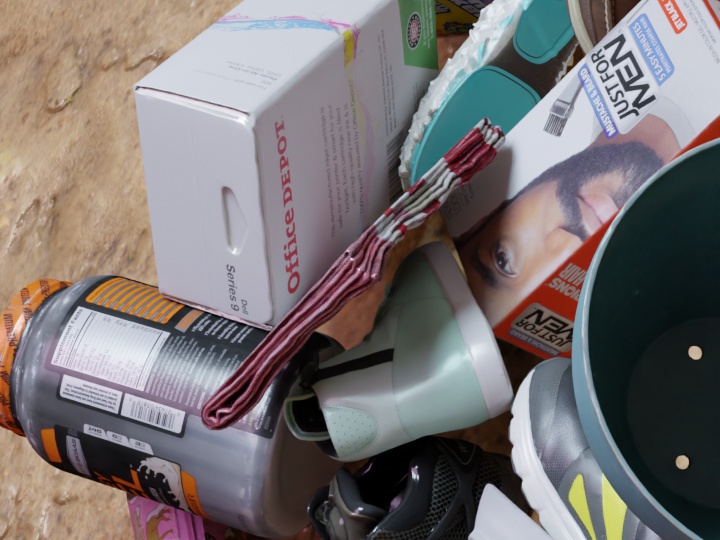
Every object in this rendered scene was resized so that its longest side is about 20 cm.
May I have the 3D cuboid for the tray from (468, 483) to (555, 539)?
[{"bbox_3d":[0.089,0.183,1.047,0.200,0.022,0.108,-144,49,-70],"label":"tray"}]

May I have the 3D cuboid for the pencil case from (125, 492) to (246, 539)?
[{"bbox_3d":[-0.104,0.167,1.331,0.087,0.083,0.200,-43,40,27],"label":"pencil case"}]

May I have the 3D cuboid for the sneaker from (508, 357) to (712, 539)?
[{"bbox_3d":[0.139,0.123,1.080,0.085,0.074,0.200,-35,54,25],"label":"sneaker"}]

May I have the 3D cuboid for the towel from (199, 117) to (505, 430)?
[{"bbox_3d":[0.000,0.000,1.162,0.144,0.023,0.200,-46,0,35],"label":"towel"}]

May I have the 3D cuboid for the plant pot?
[{"bbox_3d":[0.182,0.051,0.986,0.135,0.200,0.200,118,166,-72],"label":"plant pot"}]

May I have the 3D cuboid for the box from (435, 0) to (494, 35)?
[{"bbox_3d":[0.030,-0.265,1.395,0.192,0.122,0.200,1,69,51],"label":"box"}]

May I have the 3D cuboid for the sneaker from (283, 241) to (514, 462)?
[{"bbox_3d":[0.008,0.044,1.202,0.118,0.074,0.200,-19,16,-2],"label":"sneaker"}]

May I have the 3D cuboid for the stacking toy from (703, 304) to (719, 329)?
[{"bbox_3d":[0.220,-0.045,1.073,0.200,0.085,0.085,-61,36,14],"label":"stacking toy"}]

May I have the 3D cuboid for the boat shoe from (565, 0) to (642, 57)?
[{"bbox_3d":[0.157,-0.195,1.177,0.075,0.075,0.203,38,135,56],"label":"boat shoe"}]

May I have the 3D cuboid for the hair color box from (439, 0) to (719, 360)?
[{"bbox_3d":[0.141,-0.056,1.183,0.200,0.064,0.111,-46,40,25],"label":"hair color box"}]

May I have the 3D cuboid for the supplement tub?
[{"bbox_3d":[-0.113,0.074,1.272,0.200,0.123,0.123,15,79,24],"label":"supplement tub"}]

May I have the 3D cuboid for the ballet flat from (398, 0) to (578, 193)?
[{"bbox_3d":[0.088,-0.125,1.295,0.200,0.072,0.072,-54,37,1],"label":"ballet flat"}]

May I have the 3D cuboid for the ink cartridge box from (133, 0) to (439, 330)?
[{"bbox_3d":[-0.037,-0.082,1.258,0.087,0.146,0.200,15,39,26],"label":"ink cartridge box"}]

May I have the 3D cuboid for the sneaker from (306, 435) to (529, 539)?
[{"bbox_3d":[0.006,0.178,1.164,0.076,0.114,0.200,24,90,56],"label":"sneaker"}]
